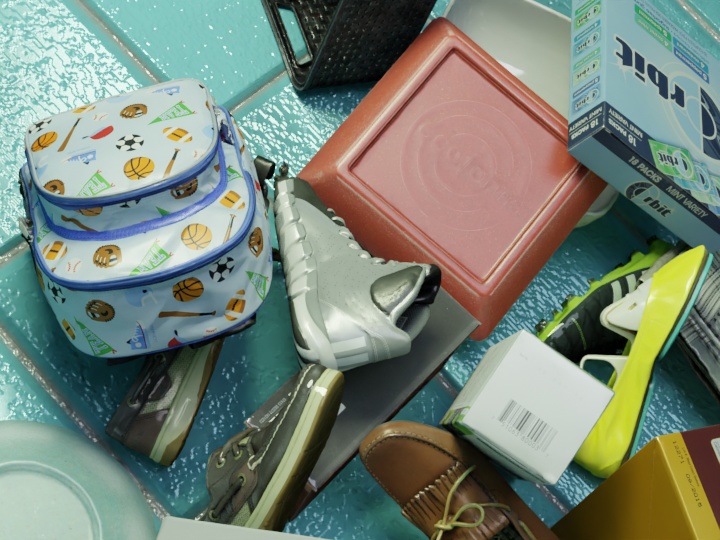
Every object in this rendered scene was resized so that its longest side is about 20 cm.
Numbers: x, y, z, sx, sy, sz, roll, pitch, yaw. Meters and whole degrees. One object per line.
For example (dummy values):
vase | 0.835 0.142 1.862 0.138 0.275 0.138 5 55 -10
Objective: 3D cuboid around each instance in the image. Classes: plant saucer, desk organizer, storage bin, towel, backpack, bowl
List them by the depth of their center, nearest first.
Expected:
plant saucer | -0.233 0.188 1.084 0.200 0.039 0.202 9 59 -14
backpack | -0.148 -0.033 1.116 0.199 0.154 0.191 -21 46 -3
desk organizer | -0.005 0.091 1.195 0.072 0.077 0.200 42 57 8
plant saucer | 0.083 -0.081 1.268 0.199 0.037 0.200 40 72 1
storage bin | -0.006 -0.257 1.316 0.093 0.200 0.136 -10 65 -24
towel | 0.340 0.041 1.338 0.200 0.035 0.193 -36 90 -39
bowl | 0.139 -0.134 1.375 0.199 0.075 0.200 25 57 -4

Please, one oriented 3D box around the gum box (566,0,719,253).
gum box | 0.247 -0.135 1.328 0.170 0.044 0.201 33 43 -27

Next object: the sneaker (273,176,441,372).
sneaker | 0.000 0.000 1.177 0.115 0.075 0.201 -10 46 -2

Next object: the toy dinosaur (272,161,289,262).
toy dinosaur | -0.037 -0.033 1.276 0.088 0.047 0.201 22 60 -14

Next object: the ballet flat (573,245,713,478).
ballet flat | 0.212 0.066 1.248 0.067 0.067 0.201 22 96 6

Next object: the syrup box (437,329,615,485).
syrup box | 0.116 0.102 1.155 0.079 0.200 0.082 35 83 2

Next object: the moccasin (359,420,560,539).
moccasin | 0.077 0.185 1.136 0.202 0.074 0.078 49 21 -16

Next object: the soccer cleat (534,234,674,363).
soccer cleat | 0.212 0.043 1.308 0.200 0.068 0.081 -32 79 -33

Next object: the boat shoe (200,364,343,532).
boat shoe | -0.075 0.143 1.074 0.065 0.201 0.073 30 20 9

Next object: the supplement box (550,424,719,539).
supplement box | 0.280 0.202 1.161 0.199 0.197 0.133 -8 65 -22

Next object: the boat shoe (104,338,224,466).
boat shoe | -0.135 0.045 1.179 0.065 0.073 0.201 22 56 -11

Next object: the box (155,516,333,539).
box | -0.041 0.255 0.991 0.151 0.200 0.107 4 54 21
